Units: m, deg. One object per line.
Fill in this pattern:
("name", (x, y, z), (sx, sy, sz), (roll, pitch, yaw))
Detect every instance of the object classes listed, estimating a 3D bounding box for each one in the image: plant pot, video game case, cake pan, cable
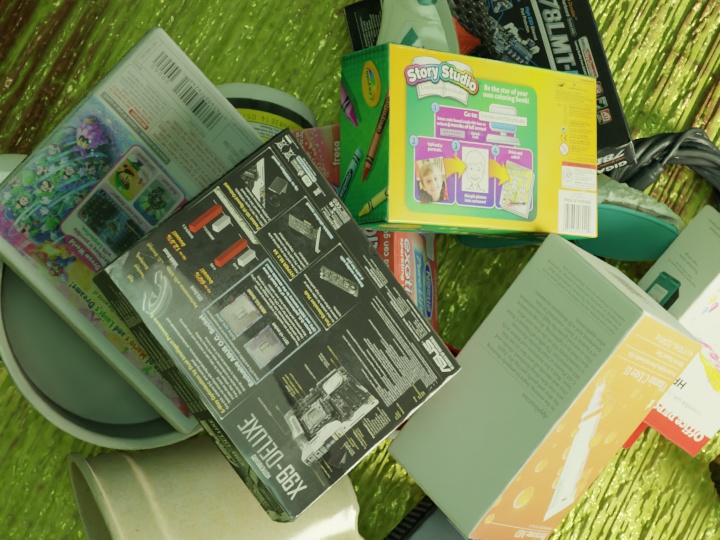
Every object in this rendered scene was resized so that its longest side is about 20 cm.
("plant pot", (-0.101, 0.201, 1.057), (0.181, 0.200, 0.203), (-19, 85, -19))
("video game case", (-0.127, -0.027, 0.931), (0.200, 0.024, 0.183), (47, 69, -18))
("cake pan", (-0.155, 0.018, 0.948), (0.198, 0.037, 0.204), (2, 86, -27))
("cable", (0.248, -0.028, 1.184), (0.161, 0.051, 0.203), (18, 84, 2))

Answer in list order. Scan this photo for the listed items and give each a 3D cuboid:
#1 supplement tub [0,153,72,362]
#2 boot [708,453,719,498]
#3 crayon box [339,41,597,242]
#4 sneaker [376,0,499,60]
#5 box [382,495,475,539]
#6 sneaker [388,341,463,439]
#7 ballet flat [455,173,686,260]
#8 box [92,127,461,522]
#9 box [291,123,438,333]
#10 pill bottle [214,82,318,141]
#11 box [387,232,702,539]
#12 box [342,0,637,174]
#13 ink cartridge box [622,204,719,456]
("supplement tub", (-0.249, 0.000, 1.049), (0.138, 0.200, 0.143), (1, 83, -6))
("boot", (0.408, 0.169, 1.164), (0.199, 0.066, 0.176), (-38, 100, -8))
("crayon box", (0.080, -0.086, 0.993), (0.198, 0.058, 0.121), (3, 86, -35))
("sneaker", (0.056, -0.152, 1.094), (0.070, 0.093, 0.203), (3, 73, -49))
("box", (0.048, 0.290, 1.088), (0.200, 0.107, 0.149), (-44, 88, -8))
("sneaker", (0.100, 0.090, 1.112), (0.197, 0.116, 0.079), (-15, 78, -7))
("ballet flat", (0.168, -0.053, 1.139), (0.197, 0.072, 0.073), (4, 82, 18))
("box", (-0.051, 0.036, 0.910), (0.157, 0.050, 0.201), (-40, 97, -21))
("box", (0.000, 0.000, 1.043), (0.093, 0.102, 0.203), (-6, 77, 21))
("pill bottle", (-0.095, -0.033, 1.091), (0.111, 0.113, 0.203), (6, 66, -5))
("box", (0.135, 0.092, 1.022), (0.097, 0.124, 0.201), (44, 103, 33))
("box", (0.101, -0.151, 1.131), (0.196, 0.050, 0.203), (-17, 69, 9))
("ink cartridge box", (0.255, 0.064, 1.105), (0.116, 0.067, 0.201), (31, 104, -31))
